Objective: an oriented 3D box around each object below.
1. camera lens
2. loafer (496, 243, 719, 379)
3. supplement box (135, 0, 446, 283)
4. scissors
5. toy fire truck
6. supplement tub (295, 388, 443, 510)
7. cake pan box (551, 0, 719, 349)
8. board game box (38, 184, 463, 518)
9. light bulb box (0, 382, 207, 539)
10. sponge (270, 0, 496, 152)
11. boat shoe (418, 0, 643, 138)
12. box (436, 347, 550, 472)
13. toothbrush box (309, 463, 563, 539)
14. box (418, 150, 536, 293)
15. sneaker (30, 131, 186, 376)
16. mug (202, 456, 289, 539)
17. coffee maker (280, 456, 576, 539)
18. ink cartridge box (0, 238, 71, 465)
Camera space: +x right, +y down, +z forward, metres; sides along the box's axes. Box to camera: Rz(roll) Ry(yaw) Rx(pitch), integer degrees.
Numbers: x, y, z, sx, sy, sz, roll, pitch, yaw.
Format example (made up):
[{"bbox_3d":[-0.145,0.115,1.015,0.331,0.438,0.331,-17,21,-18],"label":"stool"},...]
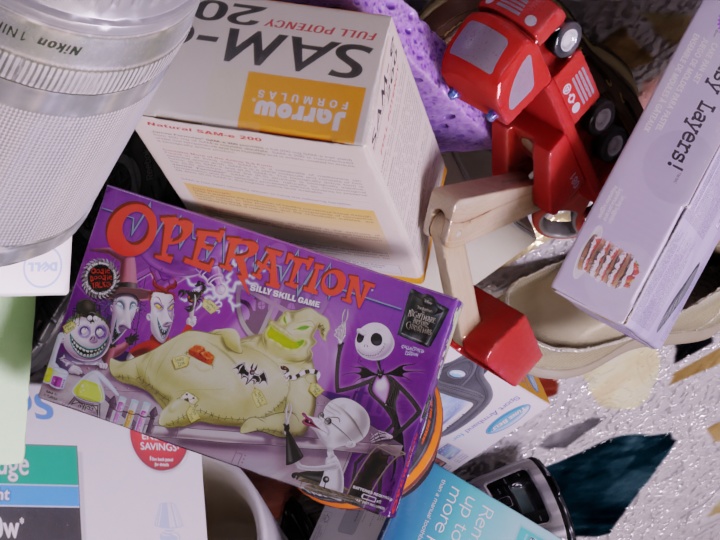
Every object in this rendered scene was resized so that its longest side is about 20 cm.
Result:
[{"bbox_3d":[-0.168,-0.113,1.110,0.159,0.161,0.200,3,138,-34],"label":"camera lens"},{"bbox_3d":[0.166,0.015,1.576,0.199,0.076,0.068,-13,145,-33],"label":"loafer"},{"bbox_3d":[-0.033,-0.067,1.255,0.125,0.074,0.200,9,162,13],"label":"supplement box"},{"bbox_3d":[0.132,-0.049,1.402,0.073,0.014,0.200,0,166,7],"label":"scissors"},{"bbox_3d":[0.077,-0.044,1.296,0.141,0.049,0.200,-48,141,-14],"label":"toy fire truck"},{"bbox_3d":[-0.014,0.074,1.377,0.106,0.107,0.200,-28,153,7],"label":"supplement tub"},{"bbox_3d":[0.183,-0.057,1.343,0.201,0.052,0.184,-62,168,2],"label":"cake pan box"},{"bbox_3d":[-0.058,0.042,1.264,0.199,0.121,0.032,17,173,10],"label":"board game box"},{"bbox_3d":[-0.222,0.147,1.410,0.197,0.126,0.200,5,162,-36],"label":"light bulb box"},{"bbox_3d":[-0.013,-0.114,1.274,0.111,0.030,0.200,-1,158,29],"label":"sponge"},{"bbox_3d":[0.106,-0.105,1.372,0.072,0.068,0.200,-38,144,21],"label":"boat shoe"},{"bbox_3d":[0.040,0.087,1.623,0.119,0.042,0.200,-36,142,17],"label":"box"},{"bbox_3d":[0.059,0.224,1.599,0.199,0.085,0.147,34,75,-30],"label":"toothbrush box"},{"bbox_3d":[0.000,0.000,1.452,0.199,0.069,0.082,-36,145,17],"label":"box"},{"bbox_3d":[-0.153,0.007,1.368,0.200,0.076,0.091,-39,150,25],"label":"sneaker"},{"bbox_3d":[-0.123,0.195,1.618,0.150,0.186,0.153,-58,155,-7],"label":"mug"},{"bbox_3d":[0.042,0.227,1.756,0.199,0.136,0.192,-9,162,-19],"label":"coffee maker"},{"bbox_3d":[-0.223,0.009,1.246,0.145,0.048,0.202,0,98,-32],"label":"ink cartridge box"}]
